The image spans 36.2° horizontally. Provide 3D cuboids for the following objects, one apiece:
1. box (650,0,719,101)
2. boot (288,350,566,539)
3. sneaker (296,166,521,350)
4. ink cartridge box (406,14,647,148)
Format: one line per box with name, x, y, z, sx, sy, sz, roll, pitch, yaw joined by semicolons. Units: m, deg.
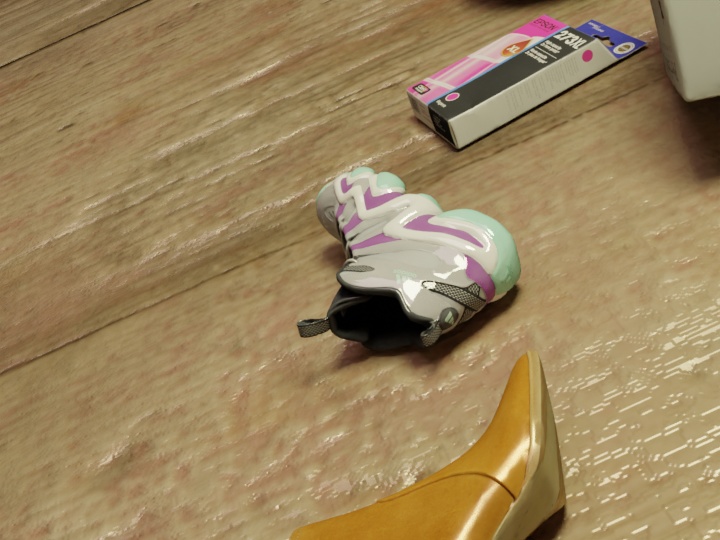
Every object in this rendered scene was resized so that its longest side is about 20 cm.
box;0.303;-0.236;0.787;0.199;0.172;0.199;-15;11;15
boot;0.033;0.127;0.584;0.143;0.071;0.202;-9;40;18
sneaker;0.000;0.000;0.784;0.140;0.078;0.200;-40;35;-24
ink cartridge box;0.148;-0.182;0.992;0.199;0.037;0.095;-28;32;-9
